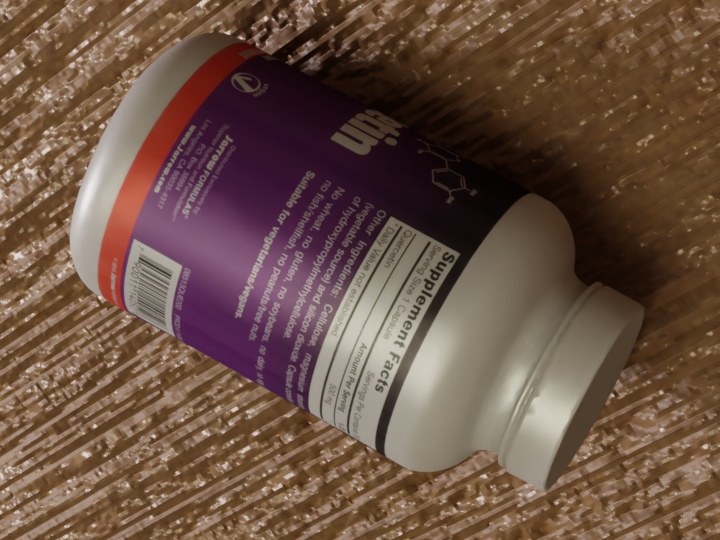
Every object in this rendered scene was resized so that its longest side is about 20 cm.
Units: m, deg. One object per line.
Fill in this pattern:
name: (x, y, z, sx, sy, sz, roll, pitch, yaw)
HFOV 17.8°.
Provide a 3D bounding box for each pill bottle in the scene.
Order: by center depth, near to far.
pill bottle: (0.000, 0.000, 0.853, 0.200, 0.112, 0.113, 28, 126, 13)
